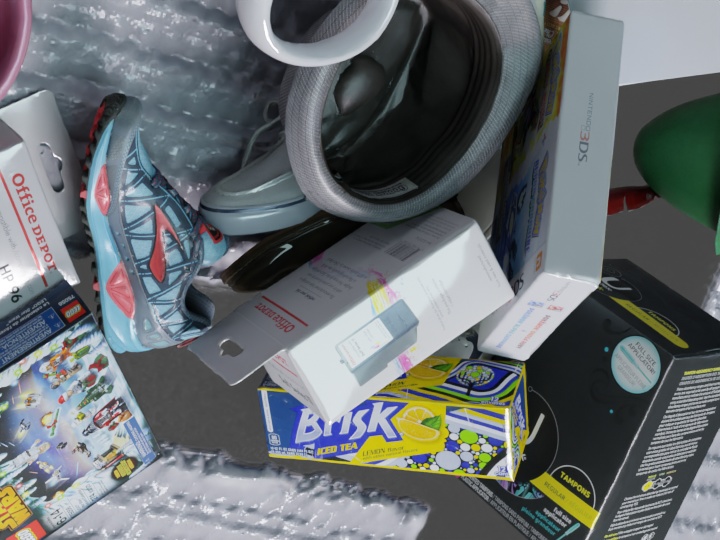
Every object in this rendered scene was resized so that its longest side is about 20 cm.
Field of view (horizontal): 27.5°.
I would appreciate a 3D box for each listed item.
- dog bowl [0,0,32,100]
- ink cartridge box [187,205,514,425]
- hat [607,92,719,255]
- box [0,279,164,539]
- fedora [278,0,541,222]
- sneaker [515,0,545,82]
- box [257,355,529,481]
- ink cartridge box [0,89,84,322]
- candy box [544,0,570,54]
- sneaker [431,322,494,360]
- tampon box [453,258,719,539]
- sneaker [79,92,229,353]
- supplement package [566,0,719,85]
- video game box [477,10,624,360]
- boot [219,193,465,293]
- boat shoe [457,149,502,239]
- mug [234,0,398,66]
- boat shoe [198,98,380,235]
[{"bbox_3d":[-0.287,-0.158,0.883,0.200,0.074,0.200,-13,118,-27],"label":"dog bowl"},{"bbox_3d":[-0.009,0.035,1.020,0.200,0.117,0.067,-33,112,-13],"label":"ink cartridge box"},{"bbox_3d":[0.249,-0.109,1.287,0.200,0.176,0.166,-36,136,-63],"label":"hat"},{"bbox_3d":[-0.225,0.110,1.030,0.137,0.040,0.200,-34,147,-14],"label":"box"},{"bbox_3d":[0.019,-0.132,1.006,0.177,0.090,0.200,34,91,-40],"label":"fedora"},{"bbox_3d":[0.112,-0.211,1.044,0.093,0.070,0.200,-52,150,-35],"label":"sneaker"},{"bbox_3d":[0.026,0.108,1.138,0.064,0.200,0.070,-60,148,-55],"label":"box"},{"bbox_3d":[-0.264,-0.024,0.964,0.200,0.068,0.116,-29,126,-19],"label":"ink cartridge box"},{"bbox_3d":[0.117,-0.237,1.115,0.200,0.055,0.116,25,98,-38],"label":"candy box"},{"bbox_3d":[0.105,0.035,1.223,0.199,0.079,0.130,2,109,-34],"label":"sneaker"},{"bbox_3d":[0.190,0.111,1.179,0.126,0.150,0.200,-1,120,-45],"label":"tampon box"},{"bbox_3d":[-0.138,-0.034,1.019,0.095,0.079,0.200,-1,126,-1],"label":"sneaker"},{"bbox_3d":[0.259,-0.259,1.081,0.200,0.147,0.192,-30,109,-37],"label":"supplement package"},{"bbox_3d":[0.135,-0.055,1.062,0.047,0.182,0.200,12,69,-8],"label":"video game box"},{"bbox_3d":[0.000,0.000,1.107,0.200,0.075,0.097,-23,82,-18],"label":"boot"},{"bbox_3d":[0.053,-0.017,1.190,0.200,0.073,0.062,-51,172,-11],"label":"boat shoe"},{"bbox_3d":[-0.021,-0.217,0.857,0.175,0.148,0.200,-14,120,-35],"label":"mug"},{"bbox_3d":[-0.033,-0.095,1.075,0.202,0.075,0.086,-23,123,-25],"label":"boat shoe"}]
